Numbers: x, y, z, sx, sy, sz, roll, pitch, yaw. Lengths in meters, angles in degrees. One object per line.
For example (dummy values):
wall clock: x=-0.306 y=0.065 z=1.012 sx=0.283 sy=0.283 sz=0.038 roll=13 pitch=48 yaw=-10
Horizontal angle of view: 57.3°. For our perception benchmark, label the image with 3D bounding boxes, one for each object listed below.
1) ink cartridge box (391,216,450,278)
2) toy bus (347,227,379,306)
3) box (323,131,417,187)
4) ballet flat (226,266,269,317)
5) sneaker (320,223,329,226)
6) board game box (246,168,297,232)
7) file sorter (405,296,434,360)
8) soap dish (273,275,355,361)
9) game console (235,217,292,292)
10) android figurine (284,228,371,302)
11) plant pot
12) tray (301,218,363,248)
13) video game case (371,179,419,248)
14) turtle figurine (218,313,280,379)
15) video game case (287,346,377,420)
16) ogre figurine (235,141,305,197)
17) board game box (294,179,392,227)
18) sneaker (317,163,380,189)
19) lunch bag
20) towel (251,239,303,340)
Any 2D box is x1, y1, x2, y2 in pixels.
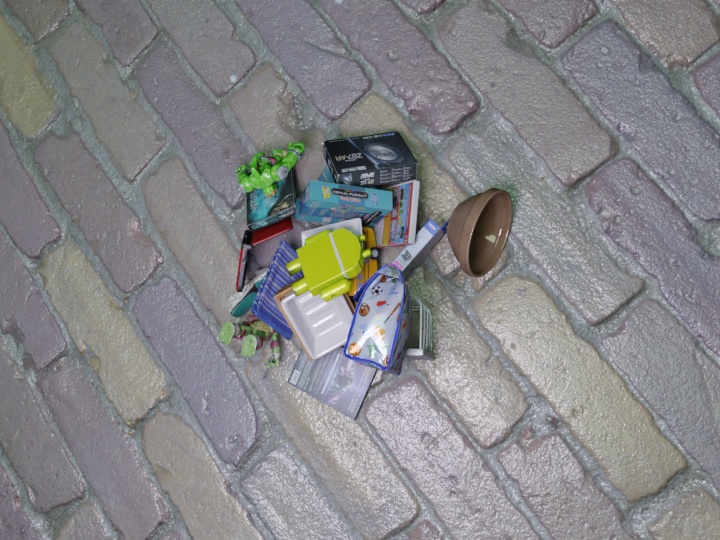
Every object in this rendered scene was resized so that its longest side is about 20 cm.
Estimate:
ink cartridge box: x=0.139 y=-0.052 z=1.560 sx=0.042 sy=0.119 sz=0.200 roll=44 pitch=95 yaw=12
toy bus: x=0.000 y=0.000 z=1.594 sx=0.077 sy=0.065 sz=0.206 roll=0 pitch=87 yaw=-30
box: x=0.021 y=-0.264 z=1.574 sx=0.195 sy=0.044 sz=0.162 roll=-9 pitch=41 yaw=-11
ballet flat: x=-0.269 y=0.037 z=1.684 sx=0.198 sy=0.072 sz=0.072 roll=-38 pitch=76 yaw=7
sneaker: x=-0.071 y=-0.039 z=1.645 sx=0.079 sy=0.075 sz=0.206 roll=2 pitch=82 yaw=28
board game box: x=-0.225 y=-0.196 z=1.664 sx=0.132 sy=0.028 sz=0.203 roll=-21 pitch=47 yaw=10
file sorter: x=0.092 y=0.138 z=1.512 sx=0.135 sy=0.200 sz=0.128 roll=0 pitch=79 yaw=14
soap dish: x=-0.099 y=0.096 z=1.570 sx=0.155 sy=0.081 sz=0.203 roll=-29 pitch=118 yaw=-3
game console: x=-0.237 y=-0.044 z=1.626 sx=0.115 sy=0.200 sz=0.177 roll=8 pitch=101 yaw=-9
android figurine: x=-0.071 y=-0.020 z=1.488 sx=0.196 sy=0.041 sz=0.184 roll=-26 pitch=53 yaw=3
plant pot: x=0.262 y=-0.096 z=1.507 sx=0.091 sy=0.200 sz=0.205 roll=24 pitch=89 yaw=34
tray: x=-0.064 y=-0.055 z=1.578 sx=0.197 sy=0.022 sz=0.111 roll=-10 pitch=82 yaw=40
video game case: x=0.073 y=-0.129 z=1.569 sx=0.017 sy=0.199 sz=0.147 roll=8 pitch=84 yaw=-29
turtle figurine: x=-0.270 y=0.187 z=1.600 sx=0.198 sy=0.194 sz=0.146 roll=-32 pitch=79 yaw=11
video game case: x=-0.069 y=0.257 z=1.630 sx=0.196 sy=0.019 sz=0.146 roll=25 pitch=90 yaw=15
ogre figurine: x=-0.235 y=-0.247 z=1.625 sx=0.194 sy=0.100 sz=0.121 roll=0 pitch=39 yaw=10
board game box: x=-0.042 y=-0.151 z=1.533 sx=0.195 sy=0.151 sz=0.048 roll=5 pitch=76 yaw=-18
sneaker: x=-0.037 y=-0.193 z=1.631 sx=0.132 sy=0.079 sz=0.200 roll=-53 pitch=50 yaw=7
lunch bag: x=0.045 y=0.097 z=1.342 sx=0.121 sy=0.170 sz=0.205 roll=15 pitch=82 yaw=12
towel: x=-0.180 y=0.048 z=1.591 sx=0.023 sy=0.145 sz=0.204 roll=-2 pitch=57 yaw=40
